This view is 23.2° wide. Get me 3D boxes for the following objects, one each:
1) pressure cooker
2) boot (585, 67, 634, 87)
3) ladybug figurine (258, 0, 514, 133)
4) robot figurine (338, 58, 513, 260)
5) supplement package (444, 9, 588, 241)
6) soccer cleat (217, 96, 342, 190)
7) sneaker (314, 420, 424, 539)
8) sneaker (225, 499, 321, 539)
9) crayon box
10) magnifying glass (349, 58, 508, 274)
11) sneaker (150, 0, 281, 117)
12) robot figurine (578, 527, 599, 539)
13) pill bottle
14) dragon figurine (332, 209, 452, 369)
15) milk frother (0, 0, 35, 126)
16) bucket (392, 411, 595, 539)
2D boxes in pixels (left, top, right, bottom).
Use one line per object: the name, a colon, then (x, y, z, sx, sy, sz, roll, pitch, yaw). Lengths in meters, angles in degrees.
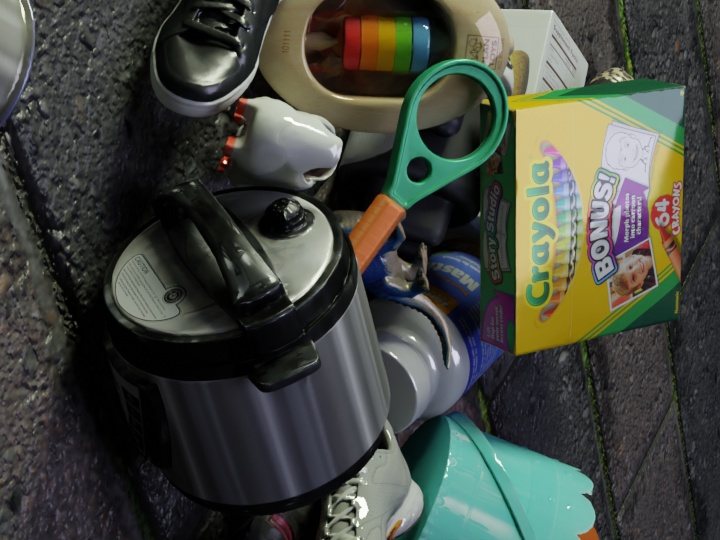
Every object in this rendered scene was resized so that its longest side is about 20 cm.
pressure cooker: (-0.078, 0.038, 1.166, 0.179, 0.175, 0.201, -61, 147, -43)
boot: (0.206, -0.075, 1.554, 0.151, 0.073, 0.201, -38, 123, -54)
ladybug figurine: (0.016, -0.173, 1.321, 0.072, 0.199, 0.136, -121, -143, -75)
robot figurine: (0.056, -0.112, 1.441, 0.125, 0.150, 0.201, 34, 64, -41)
supplement package: (0.120, -0.122, 1.574, 0.110, 0.113, 0.201, 40, 59, -58)
soccer cleat: (-0.055, -0.083, 1.218, 0.200, 0.077, 0.070, -148, -104, -84)
sneaker: (-0.010, 0.180, 1.309, 0.200, 0.075, 0.092, -62, 138, -65)
sneaker: (-0.079, 0.197, 1.313, 0.200, 0.076, 0.084, -42, 125, -64)
crayon box: (0.180, -0.046, 1.425, 0.172, 0.058, 0.201, -11, 108, -31)
magnifying glass: (0.036, -0.067, 1.286, 0.079, 0.022, 0.200, 37, 84, -21)
sneaker: (-0.087, -0.203, 1.180, 0.112, 0.073, 0.200, 105, 4, -46)
robot figurine: (0.166, 0.279, 1.730, 0.200, 0.144, 0.117, 27, 32, -61)
pill bottle: (0.056, 0.057, 1.486, 0.200, 0.112, 0.113, -39, 129, -54)
dragon figurine: (0.000, 0.000, 1.366, 0.059, 0.099, 0.200, -91, 158, -51)
milk frother: (-0.220, -0.162, 0.841, 0.188, 0.199, 0.181, 27, 67, -61)
bucket: (0.088, 0.226, 1.465, 0.134, 0.207, 0.208, 27, 63, -13)
